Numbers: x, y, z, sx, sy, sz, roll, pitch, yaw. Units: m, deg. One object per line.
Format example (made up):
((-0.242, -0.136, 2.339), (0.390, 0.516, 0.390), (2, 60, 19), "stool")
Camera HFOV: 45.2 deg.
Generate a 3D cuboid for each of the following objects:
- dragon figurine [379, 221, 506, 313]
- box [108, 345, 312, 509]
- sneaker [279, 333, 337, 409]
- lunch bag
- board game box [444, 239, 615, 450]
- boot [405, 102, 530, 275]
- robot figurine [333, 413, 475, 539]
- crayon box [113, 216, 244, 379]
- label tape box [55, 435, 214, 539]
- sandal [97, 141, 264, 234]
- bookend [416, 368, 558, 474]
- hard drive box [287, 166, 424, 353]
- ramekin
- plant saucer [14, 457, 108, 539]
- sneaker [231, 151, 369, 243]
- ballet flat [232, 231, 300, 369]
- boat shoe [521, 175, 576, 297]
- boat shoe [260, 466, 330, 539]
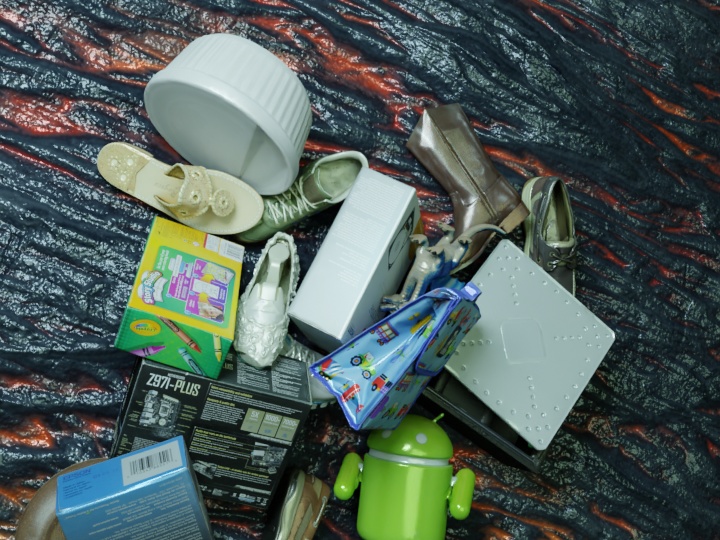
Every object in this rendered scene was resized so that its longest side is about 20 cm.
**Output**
((0.101, -0.001, 1.099), (0.198, 0.058, 0.101), (-26, 135, -42), "dragon figurine")
((-0.176, 0.171, 1.005), (0.196, 0.087, 0.166), (15, 115, -16), "box")
((-0.095, 0.109, 1.064), (0.197, 0.087, 0.076), (15, 43, -19), "sneaker")
((0.060, 0.085, 1.000), (0.200, 0.150, 0.094), (-44, 70, 7), "lunch bag")
((0.206, 0.094, 1.120), (0.199, 0.026, 0.201), (41, 66, 1), "board game box")
((0.110, -0.108, 1.175), (0.185, 0.064, 0.201), (-38, 94, -14), "boot")
((0.057, 0.277, 1.098), (0.172, 0.116, 0.204), (6, 84, 12), "robot figurine")
((-0.201, 0.025, 0.988), (0.117, 0.201, 0.059), (19, 119, -14), "crayon box")
((-0.240, 0.301, 0.967), (0.142, 0.063, 0.203), (-16, 120, -12), "label tape box")
((-0.220, -0.093, 1.031), (0.208, 0.070, 0.079), (21, 101, -4), "sandal")
((0.189, 0.131, 1.166), (0.197, 0.092, 0.202), (36, 75, -13), "bookend")
((0.000, 0.000, 1.071), (0.076, 0.156, 0.202), (24, 78, 15), "hard drive box")
((-0.147, -0.188, 1.026), (0.201, 0.202, 0.095), (34, 66, -13), "ramekin")
((-0.304, 0.326, 1.016), (0.196, 0.037, 0.205), (1, 87, -19), "plant saucer")
((-0.073, -0.100, 1.093), (0.198, 0.090, 0.068), (-29, 96, -18), "sneaker")
((-0.111, 0.024, 1.032), (0.071, 0.072, 0.202), (26, 37, -15), "ballet flat")
((0.271, -0.033, 1.219), (0.072, 0.065, 0.204), (-11, 91, -20), "boat shoe")
((-0.088, 0.350, 1.068), (0.073, 0.075, 0.203), (22, 81, -19), "boat shoe")
